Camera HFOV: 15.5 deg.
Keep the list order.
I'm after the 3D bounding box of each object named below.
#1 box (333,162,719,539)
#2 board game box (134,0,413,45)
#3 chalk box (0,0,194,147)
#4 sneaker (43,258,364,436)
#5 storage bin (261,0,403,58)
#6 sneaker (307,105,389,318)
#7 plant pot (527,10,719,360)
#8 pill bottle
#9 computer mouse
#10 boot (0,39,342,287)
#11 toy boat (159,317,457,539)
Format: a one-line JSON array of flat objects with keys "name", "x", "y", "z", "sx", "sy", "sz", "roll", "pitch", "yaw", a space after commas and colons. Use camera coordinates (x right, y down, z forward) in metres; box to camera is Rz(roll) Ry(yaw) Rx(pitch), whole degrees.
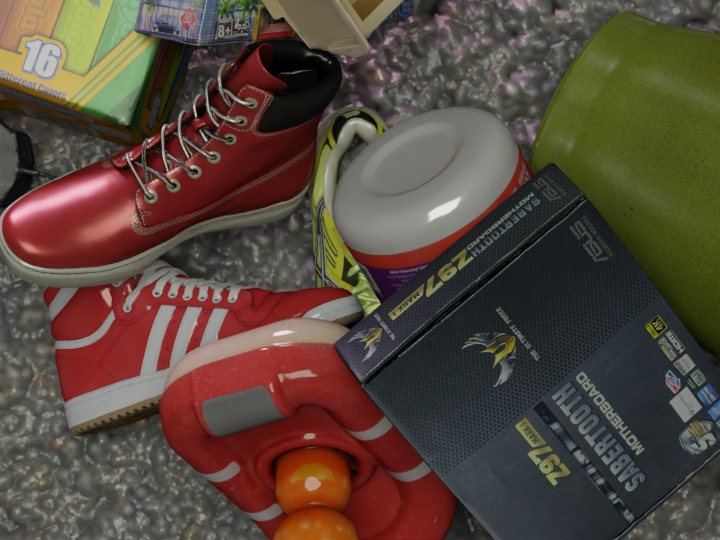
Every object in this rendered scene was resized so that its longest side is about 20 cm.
[{"name": "box", "x": 0.103, "y": 0.063, "z": 1.451, "sx": 0.158, "sy": 0.051, "sz": 0.200, "roll": -39, "pitch": 122, "yaw": 1}, {"name": "board game box", "x": -0.034, "y": -0.238, "z": 1.520, "sx": 0.062, "sy": 0.200, "sz": 0.201, "roll": 15, "pitch": 109, "yaw": 44}, {"name": "chalk box", "x": -0.153, "y": -0.187, "z": 1.577, "sx": 0.124, "sy": 0.124, "sz": 0.201, "roll": 18, "pitch": 85, "yaw": 5}, {"name": "sneaker", "x": -0.100, "y": 0.017, "z": 1.560, "sx": 0.199, "sy": 0.071, "sz": 0.113, "roll": -20, "pitch": 81, "yaw": 20}, {"name": "storage bin", "x": 0.004, "y": -0.250, "z": 1.436, "sx": 0.200, "sy": 0.094, "sz": 0.199, "roll": -46, "pitch": 120, "yaw": -19}, {"name": "sneaker", "x": 0.000, "y": 0.000, "z": 1.571, "sx": 0.075, "sy": 0.076, "sz": 0.201, "roll": -11, "pitch": 84, "yaw": 0}, {"name": "plant pot", "x": 0.206, "y": -0.052, "z": 1.522, "sx": 0.192, "sy": 0.200, "sz": 0.201, "roll": 28, "pitch": 85, "yaw": 18}, {"name": "pill bottle", "x": 0.072, "y": 0.012, "z": 1.511, "sx": 0.112, "sy": 0.113, "sz": 0.200, "roll": -32, "pitch": 121, "yaw": -1}, {"name": "computer mouse", "x": -0.192, "y": -0.060, "z": 1.615, "sx": 0.199, "sy": 0.034, "sz": 0.059, "roll": 12, "pitch": 93, "yaw": -2}, {"name": "boot", "x": -0.108, "y": -0.068, "z": 1.489, "sx": 0.199, "sy": 0.144, "sz": 0.073, "roll": -20, "pitch": 66, "yaw": -24}, {"name": "toy boat", "x": -0.025, "y": 0.125, "z": 1.492, "sx": 0.130, "sy": 0.200, "sz": 0.131, "roll": -18, "pitch": 52, "yaw": 22}]
